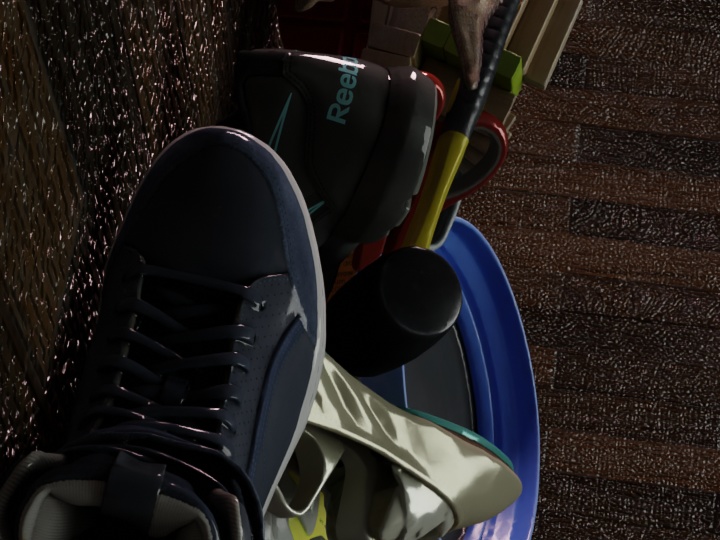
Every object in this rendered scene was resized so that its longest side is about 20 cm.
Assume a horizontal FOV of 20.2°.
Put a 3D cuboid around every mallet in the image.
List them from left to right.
[{"bbox_3d":[0.032,-0.044,0.848,0.066,0.041,0.201,-43,-157,53],"label":"mallet"}]

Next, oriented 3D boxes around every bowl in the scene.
[{"bbox_3d":[0.045,0.072,1.088,0.200,0.039,0.202,-9,90,-66],"label":"bowl"}]

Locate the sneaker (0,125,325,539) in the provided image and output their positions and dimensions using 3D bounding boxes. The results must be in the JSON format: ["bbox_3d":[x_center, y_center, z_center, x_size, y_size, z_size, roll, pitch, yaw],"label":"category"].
[{"bbox_3d":[-0.053,0.039,0.579,0.146,0.076,0.204,94,4,-75],"label":"sneaker"}]

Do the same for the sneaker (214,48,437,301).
[{"bbox_3d":[-0.040,-0.019,0.798,0.200,0.079,0.076,122,-21,-45],"label":"sneaker"}]

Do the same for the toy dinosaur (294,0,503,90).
[{"bbox_3d":[0.020,-0.147,0.868,0.135,0.200,0.086,12,114,-49],"label":"toy dinosaur"}]

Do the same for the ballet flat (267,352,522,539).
[{"bbox_3d":[-0.011,0.073,0.789,0.200,0.069,0.070,34,52,-36],"label":"ballet flat"}]

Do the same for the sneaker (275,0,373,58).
[{"bbox_3d":[0.002,-0.199,1.050,0.116,0.078,0.201,-74,171,-63],"label":"sneaker"}]

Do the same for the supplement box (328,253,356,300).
[{"bbox_3d":[0.002,0.009,1.163,0.067,0.068,0.202,-173,-104,-78],"label":"supplement box"}]

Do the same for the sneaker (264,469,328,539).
[{"bbox_3d":[-0.036,0.137,0.893,0.076,0.075,0.201,-43,155,-30],"label":"sneaker"}]

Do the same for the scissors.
[{"bbox_3d":[0.000,0.000,0.921,0.201,0.073,0.014,-61,-149,24],"label":"scissors"}]

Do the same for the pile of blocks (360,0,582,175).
[{"bbox_3d":[0.018,-0.071,0.912,0.200,0.082,0.062,-41,170,-1],"label":"pile of blocks"}]

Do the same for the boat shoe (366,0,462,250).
[{"bbox_3d":[0.044,-0.105,0.983,0.070,0.071,0.202,6,103,-53],"label":"boat shoe"}]
